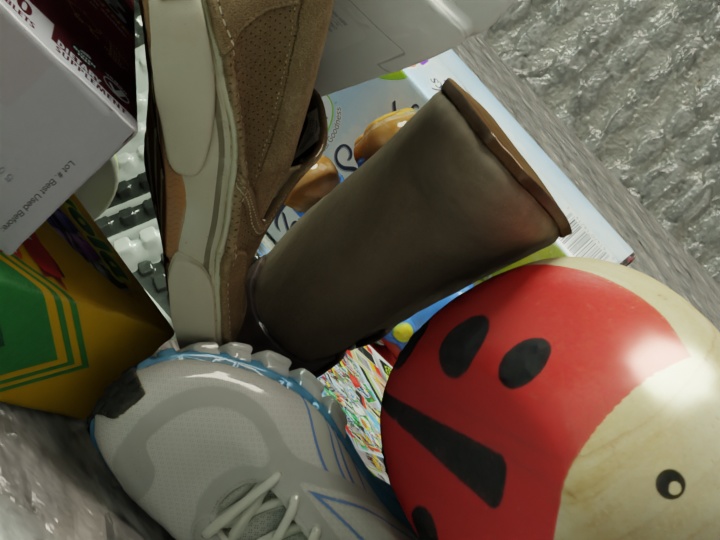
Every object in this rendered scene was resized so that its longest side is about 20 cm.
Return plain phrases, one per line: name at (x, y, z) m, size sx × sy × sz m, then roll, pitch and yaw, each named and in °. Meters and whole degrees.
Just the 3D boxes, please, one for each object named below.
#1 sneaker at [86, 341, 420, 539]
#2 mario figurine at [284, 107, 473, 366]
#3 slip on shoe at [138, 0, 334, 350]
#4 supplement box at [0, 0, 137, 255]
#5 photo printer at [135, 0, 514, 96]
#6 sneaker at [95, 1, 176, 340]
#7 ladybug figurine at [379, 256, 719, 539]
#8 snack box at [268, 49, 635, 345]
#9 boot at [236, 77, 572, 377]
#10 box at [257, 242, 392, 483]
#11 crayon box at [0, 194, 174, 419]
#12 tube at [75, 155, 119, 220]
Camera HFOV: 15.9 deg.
sneaker at (-0.014, 0.101, 0.898) m, size 0.200 × 0.075 × 0.087 m, roll 41°, pitch 18°, yaw -34°
mario figurine at (0.041, 0.020, 1.255) m, size 0.201 × 0.123 × 0.106 m, roll 61°, pitch 26°, yaw 6°
slip on shoe at (-0.040, -0.041, 0.855) m, size 0.200 × 0.060 × 0.076 m, roll 91°, pitch -11°, yaw -50°
supplement box at (-0.131, -0.089, 0.860) m, size 0.109 × 0.061 × 0.200 m, roll 44°, pitch 9°, yaw -17°
photo printer at (-0.053, -0.147, 0.855) m, size 0.200 × 0.070 × 0.166 m, roll 42°, pitch -24°, yaw -18°
sneaker at (-0.087, -0.039, 1.115) m, size 0.081 × 0.075 × 0.200 m, roll 76°, pitch -5°, yaw -46°
ladybug figurine at (0.065, 0.065, 0.871) m, size 0.072 × 0.137 × 0.200 m, roll 3°, pitch 11°, yaw -29°
snack box at (0.027, -0.035, 1.351) m, size 0.200 × 0.142 × 0.053 m, roll 49°, pitch 39°, yaw 2°
boot at (0.000, 0.000, 0.948) m, size 0.070 × 0.146 × 0.200 m, roll 54°, pitch 4°, yaw 2°
box at (-0.019, 0.062, 1.110) m, size 0.110 × 0.035 × 0.200 m, roll 44°, pitch 11°, yaw -20°
crayon box at (-0.141, -0.018, 0.867) m, size 0.127 × 0.051 × 0.200 m, roll 51°, pitch 10°, yaw 20°
tube at (-0.136, -0.090, 1.051) m, size 0.052 × 0.058 × 0.200 m, roll 12°, pitch 33°, yaw -22°
